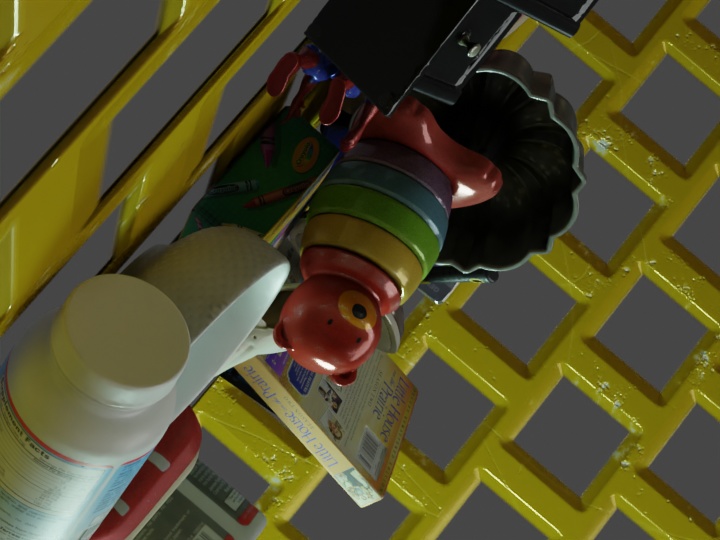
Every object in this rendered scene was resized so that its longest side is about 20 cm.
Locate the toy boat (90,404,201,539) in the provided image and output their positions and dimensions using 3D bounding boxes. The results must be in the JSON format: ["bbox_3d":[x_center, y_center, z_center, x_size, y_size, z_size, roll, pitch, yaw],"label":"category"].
[{"bbox_3d":[-0.220,0.140,1.663,0.200,0.130,0.131,-50,148,-36],"label":"toy boat"}]

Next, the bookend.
[{"bbox_3d":[0.094,-0.196,1.473,0.200,0.092,0.198,-50,154,14],"label":"bookend"}]

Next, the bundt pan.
[{"bbox_3d":[0.091,-0.101,1.728,0.202,0.201,0.076,-51,-171,36],"label":"bundt pan"}]

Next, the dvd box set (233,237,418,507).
[{"bbox_3d":[-0.033,0.085,1.810,0.029,0.200,0.147,-26,-154,32],"label":"dvd box set"}]

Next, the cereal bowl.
[{"bbox_3d":[-0.145,0.042,1.528,0.200,0.083,0.200,-48,174,-6],"label":"cereal bowl"}]

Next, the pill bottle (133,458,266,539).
[{"bbox_3d":[-0.190,0.197,1.837,0.114,0.200,0.114,-50,179,-1],"label":"pill bottle"}]

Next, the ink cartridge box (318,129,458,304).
[{"bbox_3d":[0.056,-0.094,2.048,0.176,0.200,0.084,-50,179,1],"label":"ink cartridge box"}]

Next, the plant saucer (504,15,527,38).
[{"bbox_3d":[0.104,-0.240,1.599,0.200,0.051,0.201,-40,157,-21],"label":"plant saucer"}]

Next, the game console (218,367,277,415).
[{"bbox_3d":[-0.111,0.070,1.902,0.119,0.170,0.200,-59,174,35],"label":"game console"}]

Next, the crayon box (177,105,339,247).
[{"bbox_3d":[-0.092,-0.040,1.696,0.119,0.058,0.200,-50,178,-22],"label":"crayon box"}]

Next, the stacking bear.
[{"bbox_3d":[0.004,-0.013,1.583,0.113,0.121,0.201,-16,-138,55],"label":"stacking bear"}]

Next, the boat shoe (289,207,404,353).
[{"bbox_3d":[0.000,0.000,1.770,0.060,0.071,0.200,-61,147,-22],"label":"boat shoe"}]

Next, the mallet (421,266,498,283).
[{"bbox_3d":[0.028,0.001,1.832,0.199,0.066,0.041,-6,-116,45],"label":"mallet"}]

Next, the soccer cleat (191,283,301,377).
[{"bbox_3d":[-0.116,0.051,1.659,0.199,0.070,0.078,-20,164,-29],"label":"soccer cleat"}]

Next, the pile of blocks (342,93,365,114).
[{"bbox_3d":[0.043,-0.213,1.807,0.200,0.082,0.062,-41,-141,-15],"label":"pile of blocks"}]

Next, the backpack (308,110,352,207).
[{"bbox_3d":[0.042,-0.106,1.911,0.200,0.162,0.169,-66,176,-55],"label":"backpack"}]

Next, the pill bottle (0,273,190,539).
[{"bbox_3d":[-0.181,0.091,1.319,0.109,0.109,0.200,-49,178,-46],"label":"pill bottle"}]

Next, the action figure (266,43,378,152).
[{"bbox_3d":[-0.025,-0.123,1.530,0.099,0.065,0.200,-62,174,20],"label":"action figure"}]
